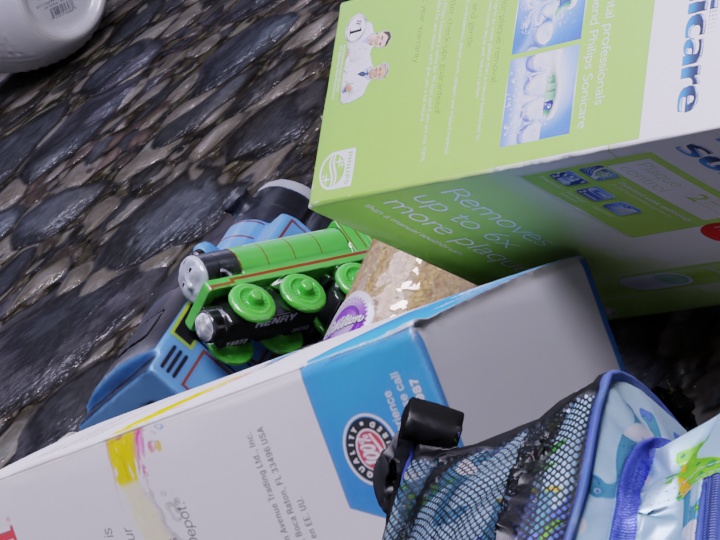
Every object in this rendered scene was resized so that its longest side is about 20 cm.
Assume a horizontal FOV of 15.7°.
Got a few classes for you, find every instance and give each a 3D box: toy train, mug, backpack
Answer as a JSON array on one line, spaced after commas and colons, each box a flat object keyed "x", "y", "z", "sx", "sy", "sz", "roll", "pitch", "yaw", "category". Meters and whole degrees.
[{"x": -0.043, "y": 0.036, "z": 1.238, "sx": 0.087, "sy": 0.114, "sz": 0.200, "roll": -35, "pitch": 16, "yaw": 44, "category": "toy train"}, {"x": -0.285, "y": -0.253, "z": 2.320, "sx": 0.200, "sy": 0.148, "sz": 0.175, "roll": -15, "pitch": 13, "yaw": -34, "category": "mug"}, {"x": 0.000, "y": 0.000, "z": 1.212, "sx": 0.200, "sy": 0.056, "sz": 0.042, "roll": -11, "pitch": -36, "yaw": -38, "category": "toy train"}, {"x": 0.080, "y": 0.144, "z": 0.693, "sx": 0.147, "sy": 0.183, "sz": 0.200, "roll": -24, "pitch": 29, "yaw": 37, "category": "backpack"}]

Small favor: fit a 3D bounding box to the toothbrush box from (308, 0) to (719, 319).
[{"x": 0.104, "y": -0.049, "z": 0.916, "sx": 0.200, "sy": 0.145, "sz": 0.086, "roll": -10, "pitch": 64, "yaw": 44, "category": "toothbrush box"}]

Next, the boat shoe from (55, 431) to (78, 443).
[{"x": -0.139, "y": 0.165, "z": 1.136, "sx": 0.060, "sy": 0.074, "sz": 0.200, "roll": -22, "pitch": 53, "yaw": 28, "category": "boat shoe"}]

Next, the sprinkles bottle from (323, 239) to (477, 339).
[{"x": 0.014, "y": 0.042, "z": 1.138, "sx": 0.068, "sy": 0.068, "sz": 0.200, "roll": -9, "pitch": 51, "yaw": 55, "category": "sprinkles bottle"}]

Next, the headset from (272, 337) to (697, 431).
[{"x": 0.034, "y": 0.083, "z": 1.018, "sx": 0.199, "sy": 0.124, "sz": 0.094, "roll": -16, "pitch": 23, "yaw": 2, "category": "headset"}]

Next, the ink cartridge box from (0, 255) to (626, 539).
[{"x": -0.009, "y": 0.102, "z": 0.910, "sx": 0.200, "sy": 0.148, "sz": 0.145, "roll": -20, "pitch": 1, "yaw": 28, "category": "ink cartridge box"}]
